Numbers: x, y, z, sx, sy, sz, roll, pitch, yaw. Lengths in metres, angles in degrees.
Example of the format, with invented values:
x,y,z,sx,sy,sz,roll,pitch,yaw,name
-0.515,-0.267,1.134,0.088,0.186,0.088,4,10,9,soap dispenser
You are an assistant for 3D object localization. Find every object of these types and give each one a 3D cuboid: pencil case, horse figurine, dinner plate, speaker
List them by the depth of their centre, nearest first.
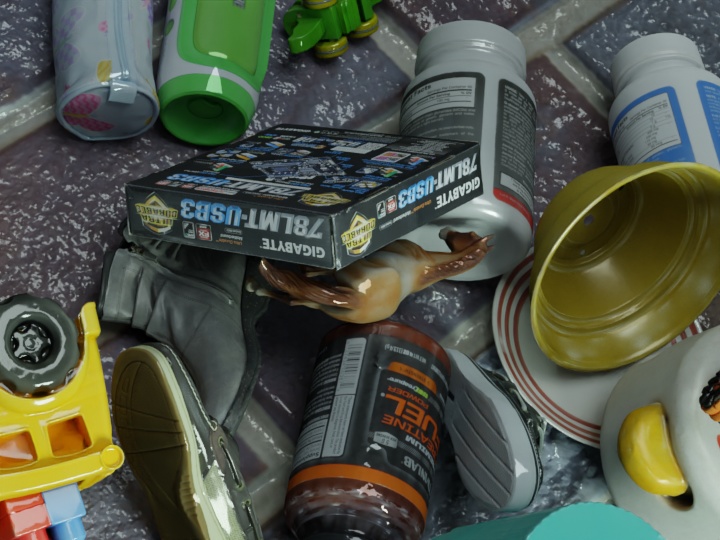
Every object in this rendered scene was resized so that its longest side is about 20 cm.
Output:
x,y,z,sx,sy,sz,roll,pitch,yaw,name
0.000,0.000,1.542,0.133,0.050,0.200,17,21,26,horse figurine
-0.205,-0.203,1.639,0.083,0.091,0.200,19,54,-36,pencil case
-0.119,-0.204,1.680,0.088,0.088,0.200,14,56,-15,speaker
0.198,0.063,1.686,0.200,0.024,0.200,10,57,-16,dinner plate

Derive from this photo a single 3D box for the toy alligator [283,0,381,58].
x,y,z,sx,sy,sz,roll,pitch,yaw,name
-0.008,-0.240,1.771,0.054,0.059,0.200,16,42,39,toy alligator

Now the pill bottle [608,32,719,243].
x,y,z,sx,sy,sz,roll,pitch,yaw,name
0.278,-0.106,1.764,0.112,0.112,0.200,6,53,-20,pill bottle

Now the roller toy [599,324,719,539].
x,y,z,sx,sy,sz,roll,pitch,yaw,name
0.293,0.134,1.591,0.200,0.140,0.182,36,59,-13,roller toy

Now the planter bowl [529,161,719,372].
x,y,z,sx,sy,sz,roll,pitch,yaw,name
0.203,-0.022,1.636,0.200,0.200,0.083,-9,38,-27,planter bowl

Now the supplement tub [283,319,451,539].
x,y,z,sx,sy,sz,roll,pitch,yaw,name
0.003,0.143,1.505,0.107,0.107,0.200,19,55,-11,supplement tub

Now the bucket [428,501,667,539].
x,y,z,sx,sy,sz,roll,pitch,yaw,name
0.136,0.264,1.440,0.207,0.135,0.207,12,66,-29,bucket

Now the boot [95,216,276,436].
x,y,z,sx,sy,sz,roll,pitch,yaw,name
-0.142,0.049,1.532,0.132,0.070,0.200,17,44,-11,boot

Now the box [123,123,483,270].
x,y,z,sx,sy,sz,roll,pitch,yaw,name
-0.041,-0.061,1.545,0.200,0.050,0.198,8,23,34,box

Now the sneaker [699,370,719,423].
x,y,z,sx,sy,sz,roll,pitch,yaw,name
0.336,0.071,1.526,0.200,0.075,0.078,-39,92,-29,sneaker

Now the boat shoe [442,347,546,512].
x,y,z,sx,sy,sz,roll,pitch,yaw,name
0.108,0.118,1.542,0.071,0.072,0.200,12,24,-21,boat shoe

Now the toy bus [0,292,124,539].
x,y,z,sx,sy,sz,roll,pitch,yaw,name
-0.265,0.129,1.401,0.200,0.136,0.192,-12,82,-26,toy bus

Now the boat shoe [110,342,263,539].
x,y,z,sx,sy,sz,roll,pitch,yaw,name
-0.120,0.135,1.438,0.065,0.073,0.200,-35,120,-42,boat shoe

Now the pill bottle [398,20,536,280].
x,y,z,sx,sy,sz,roll,pitch,yaw,name
0.088,-0.102,1.684,0.116,0.116,0.200,15,56,-14,pill bottle
